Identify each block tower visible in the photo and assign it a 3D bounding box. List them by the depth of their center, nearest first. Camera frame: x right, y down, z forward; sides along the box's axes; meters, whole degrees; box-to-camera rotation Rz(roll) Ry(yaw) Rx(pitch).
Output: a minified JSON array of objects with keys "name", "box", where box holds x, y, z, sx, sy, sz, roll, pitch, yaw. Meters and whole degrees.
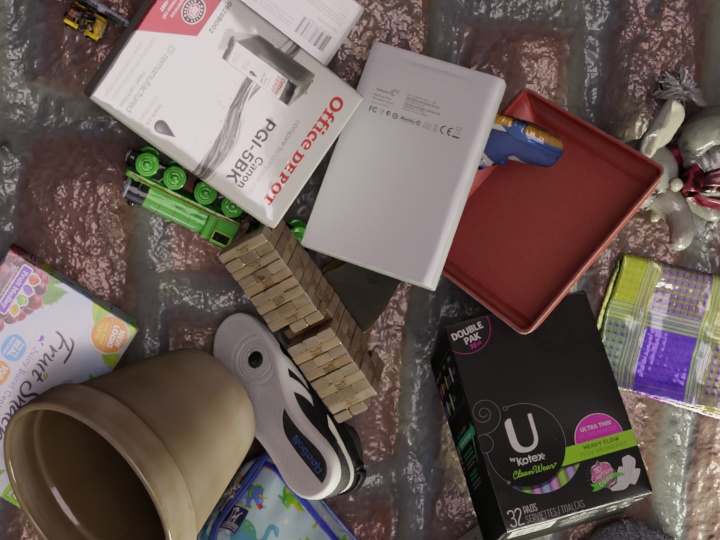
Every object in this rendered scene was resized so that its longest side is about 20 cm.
[{"name":"block tower","box":[-0.050,0.043,1.299,0.054,0.058,0.201,-27,110,22]}]

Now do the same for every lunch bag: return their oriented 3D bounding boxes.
[{"name":"lunch bag","box":[-0.073,0.283,1.318,0.082,0.161,0.201,-29,104,37]}]

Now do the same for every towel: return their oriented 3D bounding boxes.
[{"name":"towel","box":[0.339,0.071,1.435,0.198,0.023,0.145,16,94,-13]}]

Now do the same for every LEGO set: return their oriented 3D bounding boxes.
[{"name":"LEGO set","box":[-0.195,-0.293,1.238,0.153,0.116,0.201,38,89,-13]}]

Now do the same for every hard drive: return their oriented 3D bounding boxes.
[{"name":"hard drive","box":[0.040,-0.097,1.272,0.131,0.027,0.202,18,84,15]}]

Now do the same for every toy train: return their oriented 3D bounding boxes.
[{"name":"toy train","box":[-0.138,-0.055,1.321,0.199,0.042,0.057,25,102,-13]}]

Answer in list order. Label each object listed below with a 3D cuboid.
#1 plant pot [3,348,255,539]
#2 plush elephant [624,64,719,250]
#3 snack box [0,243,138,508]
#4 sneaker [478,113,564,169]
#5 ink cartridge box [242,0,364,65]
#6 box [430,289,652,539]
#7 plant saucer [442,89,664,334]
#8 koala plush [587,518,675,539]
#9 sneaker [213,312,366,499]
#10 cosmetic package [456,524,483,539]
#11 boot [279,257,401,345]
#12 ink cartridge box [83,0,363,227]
[{"name":"plant pot","box":[-0.191,0.164,1.250,0.173,0.199,0.201,-38,106,-45]},{"name":"plush elephant","box":[0.313,-0.092,1.345,0.154,0.165,0.200,-33,73,-19]},{"name":"snack box","box":[-0.320,0.098,1.296,0.142,0.053,0.201,33,90,-15]},{"name":"sneaker","box":[0.093,-0.114,1.324,0.198,0.075,0.089,14,96,15]},{"name":"ink cartridge box","box":[-0.101,-0.195,1.294,0.115,0.068,0.201,35,89,-14]},{"name":"box","box":[0.167,0.144,1.323,0.147,0.124,0.202,-13,72,-9]},{"name":"plant saucer","box":[0.163,-0.054,1.318,0.200,0.200,0.037,-49,136,-3]},{"name":"koala plush","box":[0.293,0.358,1.371,0.175,0.200,0.186,-9,98,-9]},{"name":"sneaker","box":[-0.066,0.136,1.345,0.073,0.112,0.201,-36,68,14]},{"name":"cosmetic package","box":[0.068,0.341,1.351,0.199,0.151,0.052,-35,102,-6]},{"name":"boot","box":[0.000,0.000,1.345,0.074,0.076,0.200,41,106,-19]},{"name":"ink cartridge box","box":[-0.119,-0.154,1.214,0.199,0.083,0.147,35,90,-18]}]
